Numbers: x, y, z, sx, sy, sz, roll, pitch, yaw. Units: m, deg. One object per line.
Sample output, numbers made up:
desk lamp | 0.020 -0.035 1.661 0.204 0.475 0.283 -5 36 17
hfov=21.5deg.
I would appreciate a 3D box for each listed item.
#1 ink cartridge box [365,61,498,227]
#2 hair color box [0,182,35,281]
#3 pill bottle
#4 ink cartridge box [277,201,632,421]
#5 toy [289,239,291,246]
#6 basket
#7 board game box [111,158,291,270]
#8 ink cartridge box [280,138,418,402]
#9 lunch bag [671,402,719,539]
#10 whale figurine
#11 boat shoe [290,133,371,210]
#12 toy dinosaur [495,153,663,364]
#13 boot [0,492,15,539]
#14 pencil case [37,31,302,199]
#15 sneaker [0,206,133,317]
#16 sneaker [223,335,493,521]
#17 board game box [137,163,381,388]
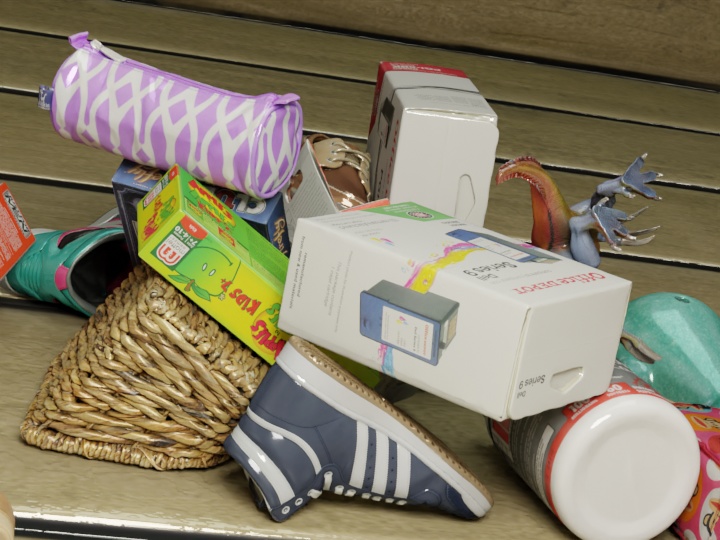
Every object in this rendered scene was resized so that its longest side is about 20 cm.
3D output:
ink cartridge box | 0.054 -0.088 1.630 0.082 0.148 0.200 6 15 -7
hair color box | -0.336 -0.004 1.515 0.101 0.062 0.200 -26 12 9
pill bottle | 0.160 0.114 1.412 0.115 0.117 0.200 5 16 -20
ink cartridge box | 0.066 0.024 1.316 0.199 0.088 0.145 23 20 33
toy | -0.107 -0.015 1.627 0.114 0.048 0.200 13 -19 5
basket | -0.144 0.085 1.413 0.143 0.149 0.200 42 11 -11
board game box | -0.120 -0.004 1.532 0.135 0.201 0.035 15 55 16
ink cartridge box | 0.000 0.000 1.517 0.050 0.201 0.109 -16 -18 -25
lunch bag | 0.316 0.172 1.396 0.175 0.083 0.200 10 16 -17
whale figurine | 0.285 0.085 1.625 0.158 0.105 0.200 4 17 -26
boat shoe | -0.027 -0.081 1.643 0.075 0.072 0.200 32 4 -21
toy dinosaur | 0.158 -0.021 1.420 0.199 0.105 0.181 29 -32 -11
boot | -0.307 0.148 1.109 0.199 0.073 0.166 3 5 -23
pencil case | -0.141 -0.118 1.443 0.199 0.086 0.084 18 19 19
sneaker | -0.207 -0.010 1.660 0.120 0.084 0.199 18 24 41
sneaker | -0.006 0.141 1.319 0.200 0.109 0.070 38 1 -24
board game box | -0.076 0.016 1.400 0.200 0.048 0.102 41 11 -20
